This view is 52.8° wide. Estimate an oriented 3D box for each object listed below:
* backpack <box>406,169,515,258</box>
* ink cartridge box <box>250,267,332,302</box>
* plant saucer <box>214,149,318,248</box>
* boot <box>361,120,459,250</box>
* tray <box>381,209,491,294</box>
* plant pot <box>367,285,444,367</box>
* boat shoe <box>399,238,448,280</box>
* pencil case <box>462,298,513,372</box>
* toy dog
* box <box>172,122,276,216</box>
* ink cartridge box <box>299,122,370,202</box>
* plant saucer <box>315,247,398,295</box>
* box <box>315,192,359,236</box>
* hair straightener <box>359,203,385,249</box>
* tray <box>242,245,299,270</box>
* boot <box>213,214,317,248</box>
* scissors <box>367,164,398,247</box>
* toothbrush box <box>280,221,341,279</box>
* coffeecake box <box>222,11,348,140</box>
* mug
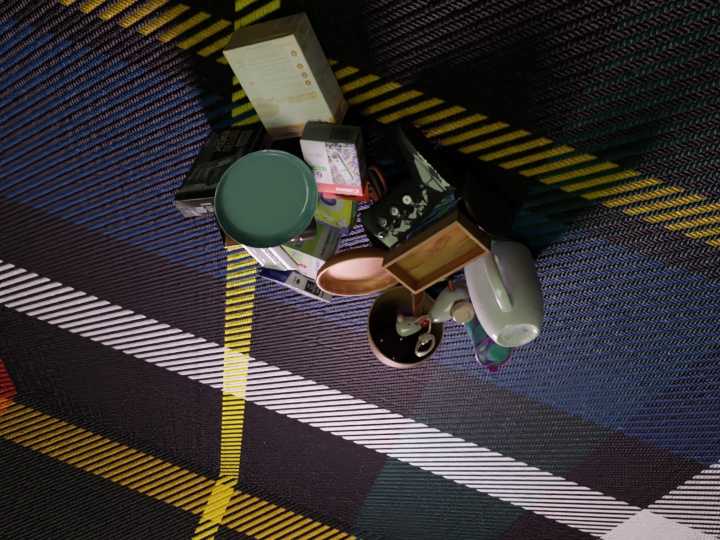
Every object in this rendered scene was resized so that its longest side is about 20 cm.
[{"bbox_3d":[0.178,-0.090,1.438,0.162,0.156,0.198,37,155,-30],"label":"backpack"},{"bbox_3d":[-0.161,0.026,1.740,0.098,0.040,0.199,16,174,40],"label":"ink cartridge box"},{"bbox_3d":[-0.177,-0.136,1.361,0.196,0.028,0.204,-10,124,-14],"label":"plant saucer"},{"bbox_3d":[0.071,-0.159,1.386,0.166,0.065,0.200,52,129,5],"label":"boot"},{"bbox_3d":[0.144,-0.033,1.391,0.098,0.038,0.199,37,132,-24],"label":"tray"},{"bbox_3d":[0.091,0.160,1.764,0.183,0.189,0.201,22,158,0],"label":"plant pot"},{"bbox_3d":[0.109,-0.034,1.580,0.069,0.075,0.199,-27,123,39],"label":"boat shoe"},{"bbox_3d":[0.272,0.129,1.599,0.083,0.201,0.094,4,116,-8],"label":"pencil case"},{"bbox_3d":[0.161,0.079,1.601,0.199,0.132,0.097,-37,124,1],"label":"toy dog"},{"bbox_3d":[-0.270,-0.203,1.458,0.155,0.203,0.050,-2,142,29],"label":"box"},{"bbox_3d":[-0.044,-0.187,1.379,0.106,0.051,0.202,7,144,13],"label":"ink cartridge box"},{"bbox_3d":[0.000,0.000,1.564,0.195,0.038,0.201,-6,155,-3],"label":"plant saucer"},{"bbox_3d":[-0.057,-0.170,1.508,0.115,0.049,0.202,24,143,12],"label":"box"},{"bbox_3d":[0.020,-0.055,1.603,0.041,0.077,0.202,37,156,27],"label":"hair straightener"},{"bbox_3d":[-0.221,-0.051,1.584,0.105,0.023,0.200,8,155,30],"label":"tray"},{"bbox_3d":[-0.205,-0.123,1.485,0.196,0.191,0.069,-6,145,-18],"label":"boot"},{"bbox_3d":[0.056,-0.119,1.482,0.073,0.014,0.203,-23,97,49],"label":"scissors"},{"bbox_3d":[-0.149,-0.062,1.641,0.196,0.088,0.146,20,160,1],"label":"toothbrush box"},{"bbox_3d":[-0.132,-0.345,1.316,0.150,0.074,0.202,-3,137,27],"label":"coffeecake box"},{"bbox_3d":[0.288,0.043,1.453,0.145,0.178,0.200,-20,143,16],"label":"mug"}]
